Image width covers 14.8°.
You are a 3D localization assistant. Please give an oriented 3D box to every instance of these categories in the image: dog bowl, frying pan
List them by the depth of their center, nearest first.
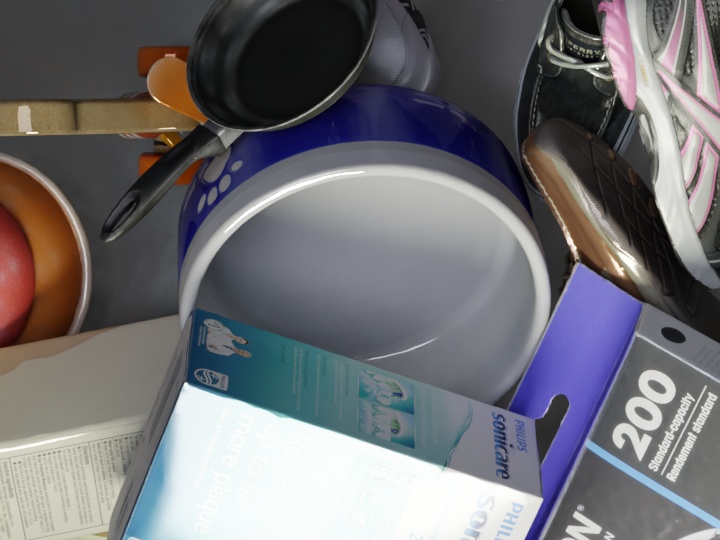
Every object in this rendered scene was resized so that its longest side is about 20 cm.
[{"bbox_3d":[-0.052,-0.086,1.447,0.115,0.031,0.190,6,64,35],"label":"frying pan"},{"bbox_3d":[0.000,0.000,1.505,0.199,0.079,0.200,-3,129,-4],"label":"dog bowl"}]

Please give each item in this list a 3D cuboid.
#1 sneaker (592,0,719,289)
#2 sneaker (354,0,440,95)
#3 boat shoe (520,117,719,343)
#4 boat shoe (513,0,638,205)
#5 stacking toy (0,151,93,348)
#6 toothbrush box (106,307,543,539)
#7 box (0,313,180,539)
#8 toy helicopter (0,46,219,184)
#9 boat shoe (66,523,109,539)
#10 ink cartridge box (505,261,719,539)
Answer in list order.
[{"bbox_3d":[0.188,-0.078,1.463,0.086,0.080,0.200,-17,128,10],"label":"sneaker"},{"bbox_3d":[-0.043,-0.160,1.538,0.075,0.115,0.200,-44,82,15],"label":"sneaker"},{"bbox_3d":[0.140,0.010,1.508,0.072,0.076,0.200,-29,101,27],"label":"boat shoe"},{"bbox_3d":[0.125,-0.130,1.514,0.072,0.071,0.201,17,101,14],"label":"boat shoe"},{"bbox_3d":[-0.250,0.008,1.568,0.146,0.200,0.147,2,95,16],"label":"stacking toy"},{"bbox_3d":[-0.021,0.127,1.470,0.200,0.085,0.147,19,117,-10],"label":"toothbrush box"},{"bbox_3d":[-0.176,0.097,1.564,0.199,0.078,0.095,-10,136,-9],"label":"box"},{"bbox_3d":[-0.116,-0.083,1.520,0.132,0.200,0.079,5,96,40],"label":"toy helicopter"},{"bbox_3d":[-0.167,0.154,1.625,0.200,0.072,0.066,10,120,16],"label":"boat shoe"},{"bbox_3d":[0.153,0.128,1.470,0.200,0.043,0.198,31,116,18],"label":"ink cartridge box"}]
